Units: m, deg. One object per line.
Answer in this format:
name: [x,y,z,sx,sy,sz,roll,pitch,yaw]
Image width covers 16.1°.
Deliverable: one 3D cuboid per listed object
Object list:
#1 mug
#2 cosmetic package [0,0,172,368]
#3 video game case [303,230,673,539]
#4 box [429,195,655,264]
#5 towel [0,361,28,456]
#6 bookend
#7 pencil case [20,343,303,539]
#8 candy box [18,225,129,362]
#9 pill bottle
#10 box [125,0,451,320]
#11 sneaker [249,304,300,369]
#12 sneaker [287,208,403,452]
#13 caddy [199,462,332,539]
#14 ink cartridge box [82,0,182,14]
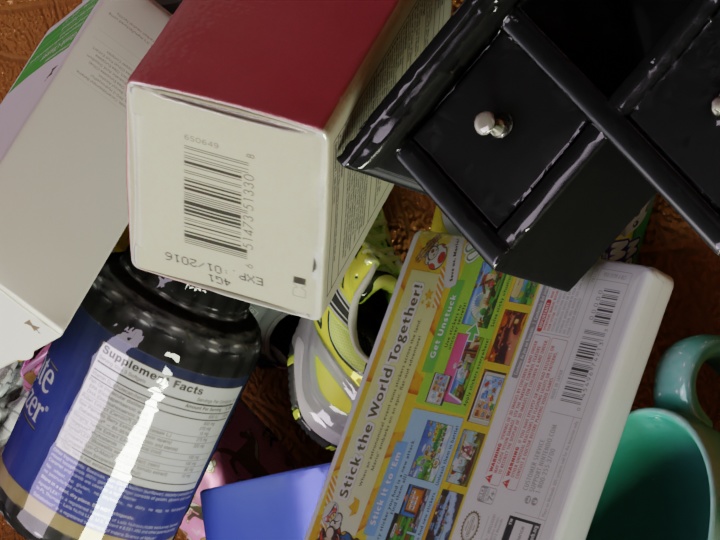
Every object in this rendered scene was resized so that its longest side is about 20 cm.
mug: [0.168,0.143,1.218,0.186,0.114,0.152,-58,29,13]
cosmetic package: [-0.169,-0.052,1.415,0.085,0.201,0.107,39,149,-17]
video game case: [0.058,0.084,1.278,0.182,0.023,0.201,10,78,51]
box: [0.094,-0.029,1.333,0.117,0.048,0.201,41,128,38]
towel: [-0.207,0.063,1.650,0.086,0.200,0.165,40,154,-17]
bookend: [0.127,-0.056,1.178,0.200,0.092,0.199,-49,59,17]
pencil case: [-0.113,0.100,1.544,0.200,0.083,0.086,45,155,-11]
candy box: [-0.176,-0.029,1.576,0.102,0.026,0.200,-45,19,21]
pill bottle: [-0.123,0.061,1.435,0.112,0.112,0.201,38,108,41]
box: [-0.034,-0.094,1.318,0.108,0.200,0.128,15,134,13]
sneaker: [-0.066,0.038,1.545,0.082,0.070,0.200,57,145,11]
sneaker: [0.000,0.000,1.429,0.076,0.075,0.201,-35,56,43]
caddy: [-0.005,0.160,1.439,0.200,0.141,0.106,-18,82,54]
ink cartridge box: [-0.152,-0.209,1.541,0.160,0.047,0.201,112,145,-61]
